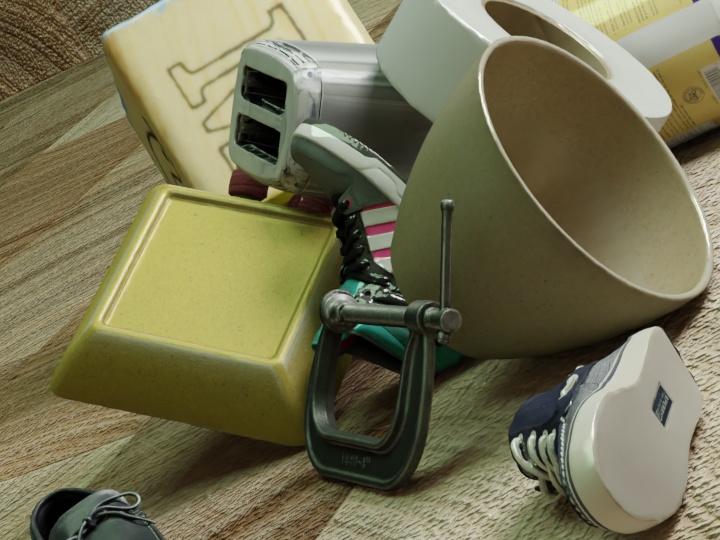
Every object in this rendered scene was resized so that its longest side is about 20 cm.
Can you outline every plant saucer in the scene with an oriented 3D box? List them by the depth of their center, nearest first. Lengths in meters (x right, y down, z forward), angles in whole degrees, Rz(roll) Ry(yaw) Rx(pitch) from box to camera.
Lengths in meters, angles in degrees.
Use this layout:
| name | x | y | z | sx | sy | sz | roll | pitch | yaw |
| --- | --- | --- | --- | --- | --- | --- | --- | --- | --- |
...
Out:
| name | x | y | z | sx | sy | sz | roll | pitch | yaw |
| --- | --- | --- | --- | --- | --- | --- | --- | --- | --- |
| plant saucer | -0.096 | 0.016 | 1.761 | 0.199 | 0.049 | 0.200 | 10 | 50 | 16 |

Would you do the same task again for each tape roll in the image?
| name | x | y | z | sx | sy | sz | roll | pitch | yaw |
| --- | --- | --- | --- | --- | --- | --- | --- | --- | --- |
| tape roll | 0.112 | -0.132 | 1.735 | 0.071 | 0.202 | 0.203 | -59 | 4 | 21 |

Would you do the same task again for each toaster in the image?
| name | x | y | z | sx | sy | sz | roll | pitch | yaw |
| --- | --- | --- | --- | --- | --- | --- | --- | --- | --- |
| toaster | -0.013 | -0.106 | 1.822 | 0.129 | 0.114 | 0.200 | 3 | 12 | -23 |

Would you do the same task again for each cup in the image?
| name | x | y | z | sx | sy | sz | roll | pitch | yaw |
| --- | --- | --- | --- | --- | --- | --- | --- | --- | --- |
| cup | 0.102 | -0.025 | 1.580 | 0.143 | 0.200 | 0.200 | -41 | 6 | 32 |

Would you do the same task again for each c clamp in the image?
| name | x | y | z | sx | sy | sz | roll | pitch | yaw |
| --- | --- | --- | --- | --- | --- | --- | --- | --- | --- |
| c clamp | 0.013 | 0.052 | 1.562 | 0.027 | 0.172 | 0.200 | 6 | -7 | -25 |

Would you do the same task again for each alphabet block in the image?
| name | x | y | z | sx | sy | sz | roll | pitch | yaw |
| --- | --- | --- | --- | --- | --- | --- | --- | --- | --- |
| alphabet block | -0.078 | -0.131 | 2.118 | 0.196 | 0.200 | 0.195 | -31 | -17 | -6 |

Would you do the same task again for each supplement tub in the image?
| name | x | y | z | sx | sy | sz | roll | pitch | yaw |
| --- | --- | --- | --- | --- | --- | --- | --- | --- | --- |
| supplement tub | 0.204 | -0.157 | 1.887 | 0.199 | 0.146 | 0.145 | -25 | 14 | 18 |

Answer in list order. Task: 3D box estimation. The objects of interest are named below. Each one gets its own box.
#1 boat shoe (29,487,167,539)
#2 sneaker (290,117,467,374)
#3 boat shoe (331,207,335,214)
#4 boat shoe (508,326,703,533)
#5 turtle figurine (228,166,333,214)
| name | x | y | z | sx | sy | sz | roll | pitch | yaw |
| --- | --- | --- | --- | --- | --- | --- | --- | --- | --- |
| boat shoe | -0.166 | 0.178 | 1.613 | 0.074 | 0.062 | 0.200 | -32 | 15 | -18 |
| sneaker | 0.000 | 0.000 | 1.696 | 0.121 | 0.200 | 0.084 | -45 | -12 | -10 |
| boat shoe | -0.062 | 0.003 | 2.034 | 0.200 | 0.074 | 0.060 | -40 | -34 | 25 |
| boat shoe | 0.118 | 0.099 | 1.323 | 0.093 | 0.075 | 0.200 | -31 | 4 | 23 |
| turtle figurine | -0.066 | -0.017 | 1.901 | 0.143 | 0.195 | 0.200 | 14 | -13 | 13 |
